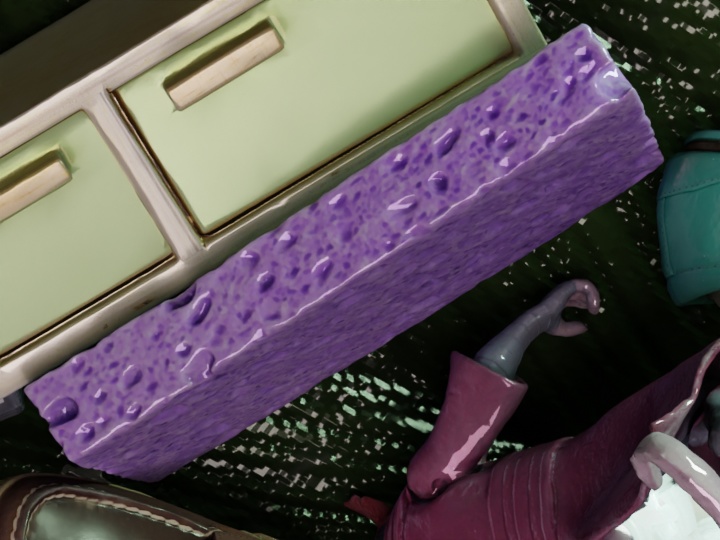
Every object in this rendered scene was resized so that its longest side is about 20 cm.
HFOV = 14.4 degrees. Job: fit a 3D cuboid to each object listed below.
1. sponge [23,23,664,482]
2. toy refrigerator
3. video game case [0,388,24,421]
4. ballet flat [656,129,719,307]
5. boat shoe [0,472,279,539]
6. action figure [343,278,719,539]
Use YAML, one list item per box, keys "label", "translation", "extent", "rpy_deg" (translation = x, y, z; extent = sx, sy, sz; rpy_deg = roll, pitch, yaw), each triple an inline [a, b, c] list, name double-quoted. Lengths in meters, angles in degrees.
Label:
- label: "sponge"
  translation: [0.000, 0.000, 0.879]
  extent: [0.200, 0.112, 0.030]
  rpy_deg: [-33, 77, 6]
- label: "toy refrigerator"
  translation: [-0.049, -0.048, 0.860]
  extent: [0.200, 0.070, 0.076]
  rpy_deg: [-30, 114, 0]
- label: "video game case"
  translation: [-0.209, -0.015, 0.889]
  extent: [0.143, 0.019, 0.200]
  rpy_deg: [-22, 113, 1]
- label: "ballet flat"
  translation: [0.187, 0.013, 0.928]
  extent: [0.200, 0.067, 0.070]
  rpy_deg: [14, 80, -9]
- label: "boat shoe"
  translation: [-0.028, 0.110, 0.886]
  extent: [0.200, 0.072, 0.072]
  rpy_deg: [32, 142, -29]
- label: "action figure"
  translation: [0.071, 0.088, 0.903]
  extent: [0.200, 0.149, 0.134]
  rpy_deg: [-15, 109, 34]
